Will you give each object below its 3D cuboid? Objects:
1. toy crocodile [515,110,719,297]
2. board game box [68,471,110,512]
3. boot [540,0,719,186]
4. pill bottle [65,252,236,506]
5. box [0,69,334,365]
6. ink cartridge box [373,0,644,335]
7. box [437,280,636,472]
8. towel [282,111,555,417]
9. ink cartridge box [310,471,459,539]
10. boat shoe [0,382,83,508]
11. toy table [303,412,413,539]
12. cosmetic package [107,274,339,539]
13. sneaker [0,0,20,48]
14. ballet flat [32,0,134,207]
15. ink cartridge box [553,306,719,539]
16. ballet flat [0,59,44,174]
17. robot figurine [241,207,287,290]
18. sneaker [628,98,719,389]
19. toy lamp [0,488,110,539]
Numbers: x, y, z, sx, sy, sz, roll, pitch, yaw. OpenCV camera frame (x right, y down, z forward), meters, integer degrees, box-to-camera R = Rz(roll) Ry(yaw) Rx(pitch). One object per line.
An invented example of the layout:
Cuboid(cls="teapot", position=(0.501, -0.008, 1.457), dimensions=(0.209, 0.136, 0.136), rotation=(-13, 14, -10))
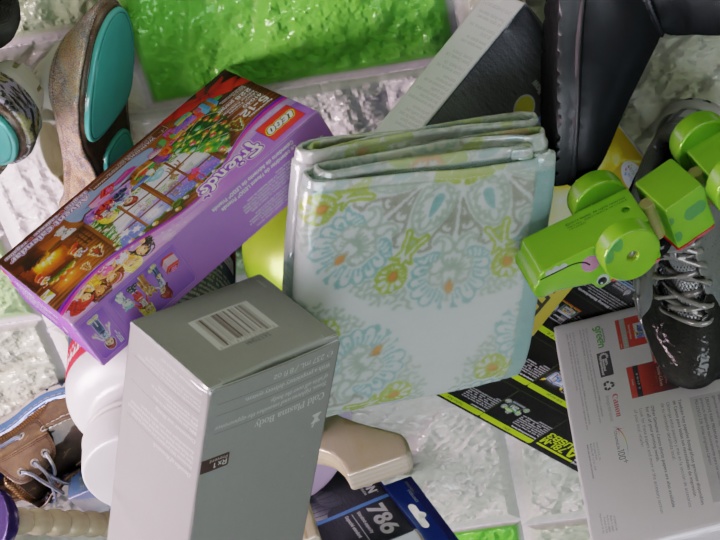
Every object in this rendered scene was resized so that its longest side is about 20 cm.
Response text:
Cuboid(cls="toy crocodile", position=(0.189, -0.038, 1.237), dimensions=(0.199, 0.068, 0.062), rotation=(-29, 131, -3))
Cuboid(cls="board game box", position=(-0.122, 0.197, 1.663), dimensions=(0.150, 0.037, 0.200), rotation=(-25, 133, 23))
Cuboid(cls="boot", position=(0.197, -0.147, 1.236), dimensions=(0.166, 0.077, 0.202), rotation=(0, 112, -3))
Cuboid(cls="pill bottle", position=(-0.143, 0.059, 1.383), dimensions=(0.118, 0.201, 0.120), rotation=(-2, 138, -2))
Cuboid(cls="box", position=(-0.121, -0.039, 1.255), dimensions=(0.200, 0.137, 0.039), rotation=(-42, 122, -13))
Cuboid(cls="ink cartridge box", position=(0.084, -0.047, 1.320), dimensions=(0.200, 0.047, 0.198), rotation=(-52, 132, -7))
Cuboid(cls="box", position=(0.177, 0.065, 1.530), dimensions=(0.199, 0.048, 0.193), rotation=(28, 131, -32))
Cuboid(cls="towel", position=(0.032, -0.002, 1.260), dimensions=(0.170, 0.048, 0.201), rotation=(-8, 126, -18))
Cuboid(cls="ink cartridge box", position=(-0.027, 0.210, 1.596), dimensions=(0.199, 0.099, 0.039), rotation=(-18, 127, -20))
Cuboid(cls="boat shoe", position=(-0.254, 0.149, 1.572), dimensions=(0.199, 0.073, 0.072), rotation=(-23, 135, 20))
Cuboid(cls="toy table", position=(-0.062, 0.132, 1.506), dimensions=(0.183, 0.117, 0.201), rotation=(-27, 130, 4))
Cuboid(cls="cosmetic package", position=(-0.088, 0.115, 1.238), dimensions=(0.106, 0.090, 0.201), rotation=(-23, 133, -37))
Cuboid(cls="sneaker", position=(-0.299, -0.135, 1.262), dimensions=(0.198, 0.076, 0.116), rotation=(2, 144, 10))
Cuboid(cls="ballet flat", position=(-0.184, -0.101, 1.309), dimensions=(0.067, 0.068, 0.201), rotation=(20, 139, 15))
Cuboid(cls="ink cartridge box", position=(0.240, 0.118, 1.409), dimensions=(0.174, 0.201, 0.084), rotation=(-15, 138, 11))
Cuboid(cls="ballet flat", position=(-0.235, -0.099, 1.262), dimensions=(0.072, 0.073, 0.200), rotation=(16, 164, -21))
Cuboid(cls="robot figurine", position=(0.000, 0.000, 1.390), dimensions=(0.175, 0.116, 0.200), rotation=(-32, 131, 27))
Cuboid(cls="sneaker", position=(0.203, -0.006, 1.325), dimensions=(0.074, 0.115, 0.202), rotation=(3, 106, 24))
Cuboid(cls="toy lamp", position=(-0.210, 0.195, 1.545), dimensions=(0.058, 0.059, 0.199), rotation=(-36, 154, 31))
